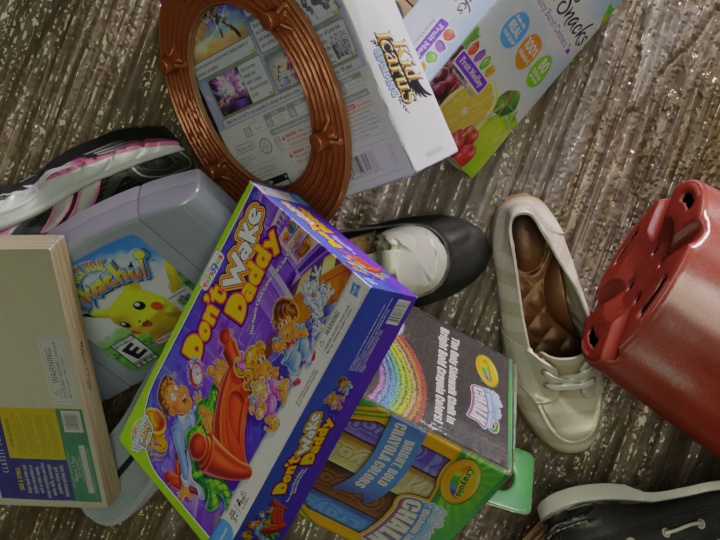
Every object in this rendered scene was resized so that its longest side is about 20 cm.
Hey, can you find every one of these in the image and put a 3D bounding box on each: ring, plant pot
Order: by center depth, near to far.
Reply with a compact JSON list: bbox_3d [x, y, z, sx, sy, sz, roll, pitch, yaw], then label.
[{"bbox_3d":[-0.079,-0.116,1.039,0.019,0.200,0.201,-28,98,-33],"label":"ring"},{"bbox_3d":[0.273,0.048,1.071,0.195,0.201,0.201,30,92,-7],"label":"plant pot"}]

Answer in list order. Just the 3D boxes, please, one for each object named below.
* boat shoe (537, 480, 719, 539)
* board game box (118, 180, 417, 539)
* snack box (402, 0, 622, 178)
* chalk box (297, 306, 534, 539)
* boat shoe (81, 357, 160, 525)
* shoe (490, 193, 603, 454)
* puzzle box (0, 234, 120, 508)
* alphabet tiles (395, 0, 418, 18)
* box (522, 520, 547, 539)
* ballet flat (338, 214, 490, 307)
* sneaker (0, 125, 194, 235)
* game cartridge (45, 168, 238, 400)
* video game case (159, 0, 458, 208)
[{"bbox_3d":[0.226,0.191,1.123,0.199,0.074,0.061,3,58,-25],"label":"boat shoe"},{"bbox_3d":[-0.064,0.064,0.970,0.045,0.134,0.200,13,110,-46],"label":"board game box"},{"bbox_3d":[0.104,-0.175,1.067,0.053,0.142,0.200,40,90,27],"label":"snack box"},{"bbox_3d":[0.030,0.114,1.072,0.200,0.125,0.124,30,124,-13],"label":"chalk box"},{"bbox_3d":[-0.128,0.101,1.085,0.200,0.062,0.072,-43,88,22],"label":"boat shoe"},{"bbox_3d":[0.136,0.043,1.134,0.070,0.053,0.201,-15,96,-3],"label":"shoe"},{"bbox_3d":[-0.246,0.071,1.045,0.132,0.025,0.201,0,115,15],"label":"puzzle box"},{"bbox_3d":[-0.038,-0.223,1.119,0.200,0.008,0.167,-45,97,0],"label":"alphabet tiles"},{"bbox_3d":[0.143,0.280,1.109,0.200,0.021,0.164,-36,101,-43],"label":"box"},{"bbox_3d":[0.000,0.000,1.111,0.199,0.068,0.068,-7,94,-4],"label":"ballet flat"},{"bbox_3d":[-0.207,-0.035,1.097,0.199,0.080,0.087,-23,109,6],"label":"sneaker"},{"bbox_3d":[-0.156,0.012,1.054,0.200,0.041,0.133,-29,126,24],"label":"game cartridge"},{"bbox_3d":[-0.040,-0.136,1.029,0.045,0.200,0.182,-29,99,-33],"label":"video game case"}]
